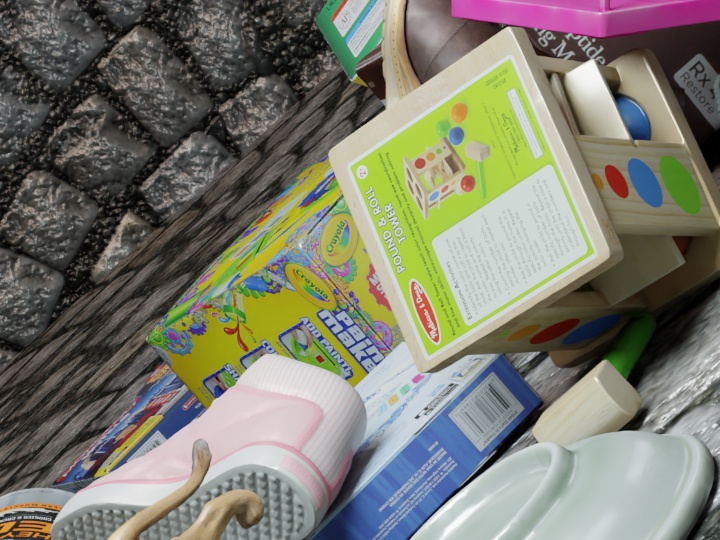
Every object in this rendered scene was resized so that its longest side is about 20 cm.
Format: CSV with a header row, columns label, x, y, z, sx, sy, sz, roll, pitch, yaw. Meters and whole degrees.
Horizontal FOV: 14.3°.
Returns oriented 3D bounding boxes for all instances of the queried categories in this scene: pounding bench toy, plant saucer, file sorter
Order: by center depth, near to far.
label,x,y,z,sx,sy,sz,roll,pitch,yaw
plant saucer,0.060,0.126,1.224,0.200,0.050,0.200,-41,9,8
pounding bench toy,0.108,0.001,1.430,0.124,0.201,0.156,-33,-20,31
file sorter,0.165,-0.201,1.509,0.199,0.126,0.139,-10,14,-30

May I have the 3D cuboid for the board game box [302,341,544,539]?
label,x,y,z,sx,sy,sz,roll,pitch,yaw
board game box,-0.009,0.122,1.561,0.200,0.043,0.199,-43,10,-10

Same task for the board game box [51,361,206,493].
label,x,y,z,sx,sy,sz,roll,pitch,yaw
board game box,-0.125,0.106,2.087,0.200,0.062,0.200,-45,8,-19

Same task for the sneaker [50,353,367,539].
label,x,y,z,sx,sy,sz,roll,pitch,yaw
sneaker,-0.073,0.108,1.520,0.200,0.075,0.105,-22,25,42

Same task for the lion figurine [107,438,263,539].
label,x,y,z,sx,sy,sz,roll,pitch,yaw
lion figurine,-0.104,0.184,1.328,0.072,0.201,0.122,-4,2,43

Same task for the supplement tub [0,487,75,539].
label,x,y,z,sx,sy,sz,roll,pitch,yaw
supplement tub,-0.195,0.210,1.687,0.122,0.123,0.200,-40,10,7

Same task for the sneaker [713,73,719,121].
label,x,y,z,sx,sy,sz,roll,pitch,yaw
sneaker,0.240,-0.098,1.443,0.088,0.074,0.200,-31,9,32

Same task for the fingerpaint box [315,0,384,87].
label,x,y,z,sx,sy,sz,roll,pitch,yaw
fingerpaint box,0.095,-0.200,1.885,0.200,0.166,0.074,-54,43,25

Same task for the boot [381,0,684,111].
label,x,y,z,sx,sy,sz,roll,pitch,yaw
boot,0.095,-0.100,1.577,0.165,0.201,0.072,1,-9,7

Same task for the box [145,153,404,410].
label,x,y,z,sx,sy,sz,roll,pitch,yaw
box,0.000,0.000,1.855,0.192,0.122,0.200,-31,13,51

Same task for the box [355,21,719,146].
label,x,y,z,sx,sy,sz,roll,pitch,yaw
box,0.129,-0.128,1.724,0.200,0.166,0.164,-41,4,-7
